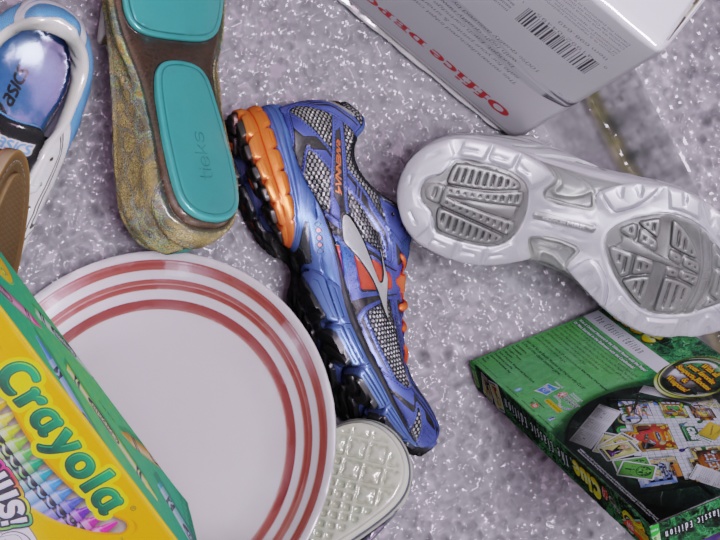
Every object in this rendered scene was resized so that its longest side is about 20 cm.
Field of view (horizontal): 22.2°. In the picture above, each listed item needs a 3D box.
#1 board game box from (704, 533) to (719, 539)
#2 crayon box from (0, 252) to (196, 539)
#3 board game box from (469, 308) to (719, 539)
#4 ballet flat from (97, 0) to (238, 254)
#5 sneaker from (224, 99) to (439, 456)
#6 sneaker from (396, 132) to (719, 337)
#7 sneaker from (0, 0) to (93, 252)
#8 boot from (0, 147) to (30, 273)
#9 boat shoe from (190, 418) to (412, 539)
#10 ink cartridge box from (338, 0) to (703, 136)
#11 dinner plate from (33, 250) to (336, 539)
[{"bbox_3d":[0.216,0.057,0.934,0.200,0.158,0.039,-46,101,-11],"label":"board game box"},{"bbox_3d":[-0.170,0.082,0.804,0.119,0.058,0.200,-30,120,3],"label":"crayon box"},{"bbox_3d":[0.141,0.070,0.902,0.105,0.200,0.024,-22,115,-12],"label":"board game box"},{"bbox_3d":[-0.103,-0.103,0.924,0.070,0.071,0.201,-4,73,-13],"label":"ballet flat"},{"bbox_3d":[0.000,0.000,0.939,0.078,0.075,0.201,-23,92,-16],"label":"sneaker"},{"bbox_3d":[0.115,-0.031,0.950,0.199,0.099,0.078,22,107,-9],"label":"sneaker"},{"bbox_3d":[-0.186,-0.040,0.900,0.072,0.072,0.201,19,85,-12],"label":"sneaker"},{"bbox_3d":[-0.253,0.005,0.853,0.154,0.074,0.200,29,97,9],"label":"boot"},{"bbox_3d":[-0.061,0.141,0.918,0.200,0.062,0.075,-31,75,2],"label":"boat shoe"},{"bbox_3d":[0.075,-0.155,0.900,0.146,0.200,0.085,39,73,-7],"label":"ink cartridge box"},{"bbox_3d":[-0.107,0.088,0.900,0.199,0.024,0.201,-4,72,13],"label":"dinner plate"}]
